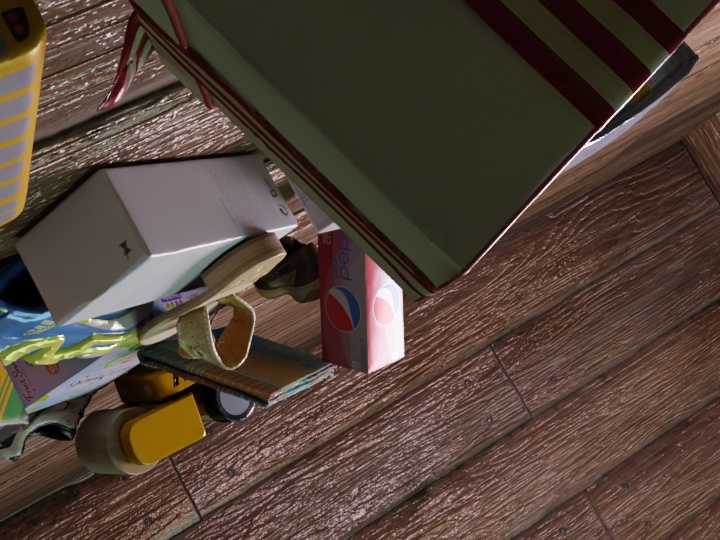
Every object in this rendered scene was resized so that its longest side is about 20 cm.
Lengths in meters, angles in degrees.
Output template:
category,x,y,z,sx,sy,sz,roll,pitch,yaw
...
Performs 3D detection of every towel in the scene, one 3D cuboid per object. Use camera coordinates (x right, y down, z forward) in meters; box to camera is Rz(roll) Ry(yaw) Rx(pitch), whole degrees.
category,x,y,z,sx,sy,sz,roll,pitch,yaw
towel,-0.120,0.095,1.056,0.200,0.145,0.022,-13,119,-73

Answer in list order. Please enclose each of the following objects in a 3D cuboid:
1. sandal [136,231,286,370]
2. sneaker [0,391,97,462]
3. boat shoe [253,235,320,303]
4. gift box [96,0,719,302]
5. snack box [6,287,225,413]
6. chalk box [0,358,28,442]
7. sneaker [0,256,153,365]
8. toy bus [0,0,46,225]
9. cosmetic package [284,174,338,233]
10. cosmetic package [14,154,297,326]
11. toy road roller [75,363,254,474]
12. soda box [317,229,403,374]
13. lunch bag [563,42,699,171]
category,x,y,z,sx,sy,sz,roll,pitch,yaw
sandal,-0.116,0.047,0.852,0.077,0.070,0.211,-24,171,-42
sneaker,-0.335,0.148,1.184,0.199,0.088,0.076,-28,172,-35
boat shoe,-0.086,-0.012,1.192,0.072,0.072,0.200,-33,-164,-15
gift box,0.006,-0.102,0.383,0.200,0.187,0.185,-45,178,-10
snack box,-0.244,0.060,1.022,0.199,0.068,0.168,-31,174,20
chalk box,-0.297,0.064,0.584,0.124,0.125,0.200,-29,172,-2
sneaker,-0.223,0.024,0.811,0.105,0.076,0.199,-36,170,38
toy bus,-0.183,-0.057,0.435,0.078,0.065,0.200,-29,173,-27
cosmetic package,0.004,-0.090,0.952,0.050,0.083,0.200,-31,173,27
cosmetic package,-0.145,-0.028,0.783,0.101,0.072,0.200,-33,174,26
toy road roller,-0.229,0.125,1.160,0.199,0.147,0.122,-27,-169,-41
soda box,0.000,0.000,1.085,0.070,0.202,0.063,11,-160,39
lunch bag,0.144,-0.137,0.852,0.200,0.128,0.169,-38,180,-28
